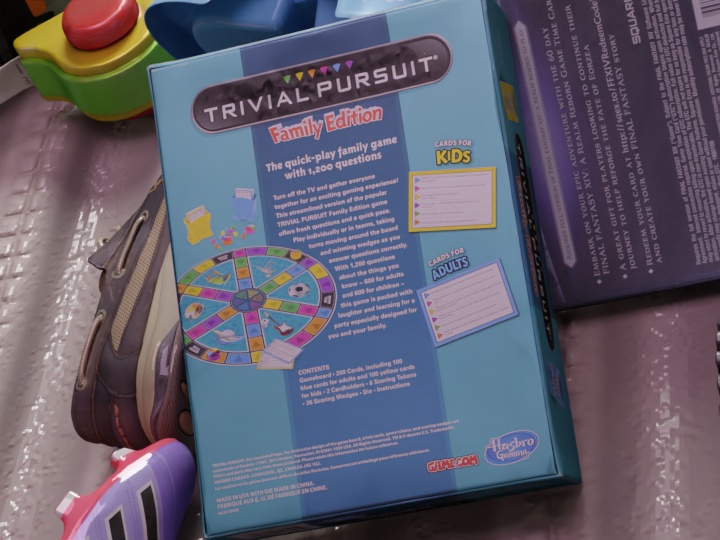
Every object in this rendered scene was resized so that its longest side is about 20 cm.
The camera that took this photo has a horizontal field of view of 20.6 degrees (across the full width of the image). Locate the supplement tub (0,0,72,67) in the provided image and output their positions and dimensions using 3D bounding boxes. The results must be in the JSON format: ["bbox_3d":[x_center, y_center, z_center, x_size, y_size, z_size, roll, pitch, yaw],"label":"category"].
[{"bbox_3d":[-0.248,-0.153,1.099,0.199,0.123,0.123,-36,44,-10],"label":"supplement tub"}]

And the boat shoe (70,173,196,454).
[{"bbox_3d":[-0.091,-0.004,0.915,0.073,0.075,0.201,-6,45,20],"label":"boat shoe"}]

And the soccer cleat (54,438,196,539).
[{"bbox_3d":[-0.115,0.155,0.792,0.076,0.067,0.200,32,57,9],"label":"soccer cleat"}]

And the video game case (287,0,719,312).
[{"bbox_3d":[0.077,-0.054,0.848,0.198,0.144,0.019,-12,4,16],"label":"video game case"}]

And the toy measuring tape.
[{"bbox_3d":[-0.160,-0.095,1.042,0.199,0.074,0.074,-30,43,-4],"label":"toy measuring tape"}]

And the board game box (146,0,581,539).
[{"bbox_3d":[0.000,0.000,0.815,0.150,0.047,0.202,-11,78,15],"label":"board game box"}]

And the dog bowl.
[{"bbox_3d":[-0.009,-0.118,0.950,0.199,0.111,0.050,11,72,33],"label":"dog bowl"}]

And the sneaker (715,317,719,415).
[{"bbox_3d":[0.176,0.085,0.699,0.089,0.079,0.201,-8,46,14],"label":"sneaker"}]
